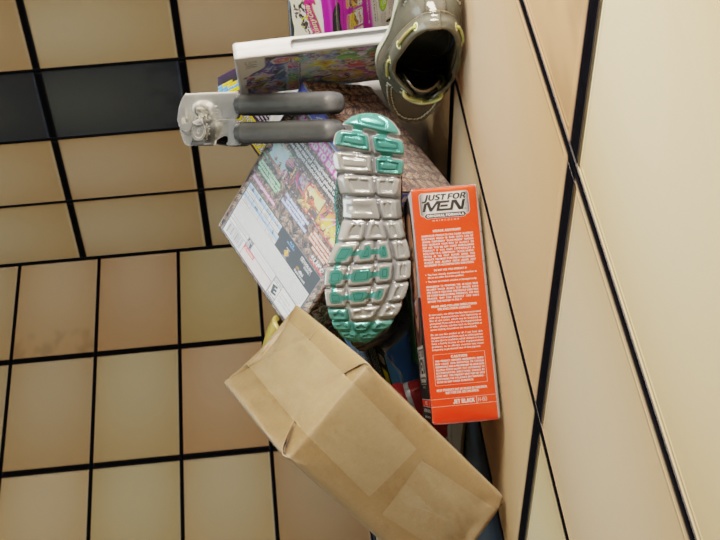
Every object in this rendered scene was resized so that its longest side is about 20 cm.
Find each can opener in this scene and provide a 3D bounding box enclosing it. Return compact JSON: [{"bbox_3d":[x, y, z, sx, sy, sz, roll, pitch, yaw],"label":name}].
[{"bbox_3d":[-0.094,-0.148,1.292,0.067,0.199,0.054,-6,-83,-58],"label":"can opener"}]

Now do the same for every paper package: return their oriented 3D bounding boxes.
[{"bbox_3d":[0.000,0.151,1.171,0.200,0.104,0.191,45,175,-27],"label":"paper package"}]

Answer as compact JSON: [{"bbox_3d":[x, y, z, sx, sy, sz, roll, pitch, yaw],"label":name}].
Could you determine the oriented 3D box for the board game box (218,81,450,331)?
[{"bbox_3d":[-0.029,-0.062,1.330,0.160,0.097,0.200,54,127,27],"label":"board game box"}]

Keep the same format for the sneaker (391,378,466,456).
[{"bbox_3d":[0.051,0.187,1.388,0.071,0.112,0.200,-108,12,-48],"label":"sneaker"}]

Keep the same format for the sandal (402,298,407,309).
[{"bbox_3d":[0.033,0.002,1.580,0.079,0.059,0.207,112,152,-82],"label":"sandal"}]

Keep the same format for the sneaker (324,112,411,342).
[{"bbox_3d":[0.009,-0.037,1.176,0.091,0.077,0.201,-76,-8,-87],"label":"sneaker"}]

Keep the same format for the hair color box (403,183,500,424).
[{"bbox_3d":[0.078,0.032,1.156,0.102,0.061,0.201,109,157,-84],"label":"hair color box"}]

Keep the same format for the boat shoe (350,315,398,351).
[{"bbox_3d":[0.000,0.000,1.476,0.073,0.074,0.200,47,-158,-32],"label":"boat shoe"}]

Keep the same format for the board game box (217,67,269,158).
[{"bbox_3d":[-0.052,-0.182,1.586,0.200,0.165,0.057,56,-163,-37],"label":"board game box"}]

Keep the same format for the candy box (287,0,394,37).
[{"bbox_3d":[-0.008,-0.307,1.373,0.200,0.061,0.137,-39,-49,-57],"label":"candy box"}]

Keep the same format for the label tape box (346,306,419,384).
[{"bbox_3d":[0.042,0.114,1.512,0.200,0.063,0.145,43,154,54],"label":"label tape box"}]

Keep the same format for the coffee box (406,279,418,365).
[{"bbox_3d":[0.077,0.039,1.326,0.200,0.044,0.123,162,103,-86],"label":"coffee box"}]

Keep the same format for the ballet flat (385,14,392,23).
[{"bbox_3d":[0.050,-0.264,1.302,0.200,0.046,0.068,101,163,-78],"label":"ballet flat"}]

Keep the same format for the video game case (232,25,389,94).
[{"bbox_3d":[-0.020,-0.202,1.263,0.143,0.199,0.018,117,146,-84],"label":"video game case"}]

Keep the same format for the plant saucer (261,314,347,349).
[{"bbox_3d":[-0.034,0.138,1.405,0.200,0.048,0.200,59,-167,4],"label":"plant saucer"}]

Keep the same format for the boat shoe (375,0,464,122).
[{"bbox_3d":[0.052,-0.185,1.173,0.202,0.072,0.060,101,169,-64],"label":"boat shoe"}]

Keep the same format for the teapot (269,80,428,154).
[{"bbox_3d":[0.006,-0.142,1.457,0.197,0.146,0.200,41,120,28],"label":"teapot"}]
